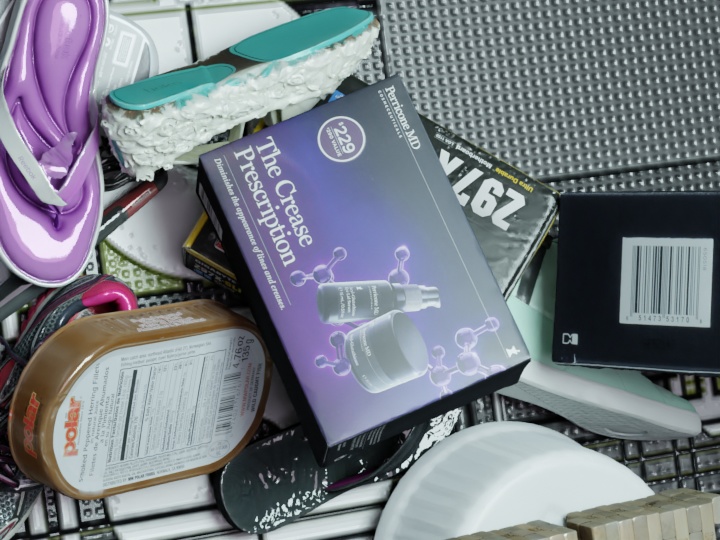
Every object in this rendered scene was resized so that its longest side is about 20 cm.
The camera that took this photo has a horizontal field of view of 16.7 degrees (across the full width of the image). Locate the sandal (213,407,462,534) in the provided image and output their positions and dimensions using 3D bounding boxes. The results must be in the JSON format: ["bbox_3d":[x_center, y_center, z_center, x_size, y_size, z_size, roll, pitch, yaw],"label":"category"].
[{"bbox_3d":[-0.002,0.113,1.613,0.200,0.048,0.076,-32,101,-22],"label":"sandal"}]

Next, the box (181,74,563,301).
[{"bbox_3d":[0.009,-0.026,1.594,0.200,0.049,0.160,30,74,4],"label":"box"}]

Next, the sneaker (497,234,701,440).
[{"bbox_3d":[0.158,0.041,1.669,0.200,0.074,0.119,22,69,-25],"label":"sneaker"}]

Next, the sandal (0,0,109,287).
[{"bbox_3d":[-0.194,-0.090,1.512,0.082,0.050,0.204,1,94,-18],"label":"sandal"}]

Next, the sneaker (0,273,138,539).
[{"bbox_3d":[-0.208,0.085,1.522,0.080,0.075,0.200,32,77,-16],"label":"sneaker"}]

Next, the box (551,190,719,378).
[{"bbox_3d":[0.260,0.010,1.576,0.200,0.196,0.118,3,89,-42],"label":"box"}]

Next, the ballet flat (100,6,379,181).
[{"bbox_3d":[-0.076,-0.110,1.552,0.199,0.072,0.072,-22,95,-25],"label":"ballet flat"}]

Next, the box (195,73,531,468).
[{"bbox_3d":[0.000,0.000,1.524,0.141,0.079,0.201,-23,78,-12],"label":"box"}]

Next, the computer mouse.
[{"bbox_3d":[-0.226,-0.145,1.545,0.199,0.044,0.110,18,90,-19],"label":"computer mouse"}]

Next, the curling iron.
[{"bbox_3d":[-0.199,-0.013,1.559,0.050,0.026,0.200,41,78,11],"label":"curling iron"}]

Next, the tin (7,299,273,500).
[{"bbox_3d":[-0.132,0.079,1.521,0.200,0.042,0.112,-9,112,-47],"label":"tin"}]

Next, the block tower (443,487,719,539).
[{"bbox_3d":[0.136,0.184,1.542,0.199,0.054,0.058,-11,97,-24],"label":"block tower"}]

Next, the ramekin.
[{"bbox_3d":[0.115,0.203,1.616,0.200,0.098,0.201,-1,91,-25],"label":"ramekin"}]
